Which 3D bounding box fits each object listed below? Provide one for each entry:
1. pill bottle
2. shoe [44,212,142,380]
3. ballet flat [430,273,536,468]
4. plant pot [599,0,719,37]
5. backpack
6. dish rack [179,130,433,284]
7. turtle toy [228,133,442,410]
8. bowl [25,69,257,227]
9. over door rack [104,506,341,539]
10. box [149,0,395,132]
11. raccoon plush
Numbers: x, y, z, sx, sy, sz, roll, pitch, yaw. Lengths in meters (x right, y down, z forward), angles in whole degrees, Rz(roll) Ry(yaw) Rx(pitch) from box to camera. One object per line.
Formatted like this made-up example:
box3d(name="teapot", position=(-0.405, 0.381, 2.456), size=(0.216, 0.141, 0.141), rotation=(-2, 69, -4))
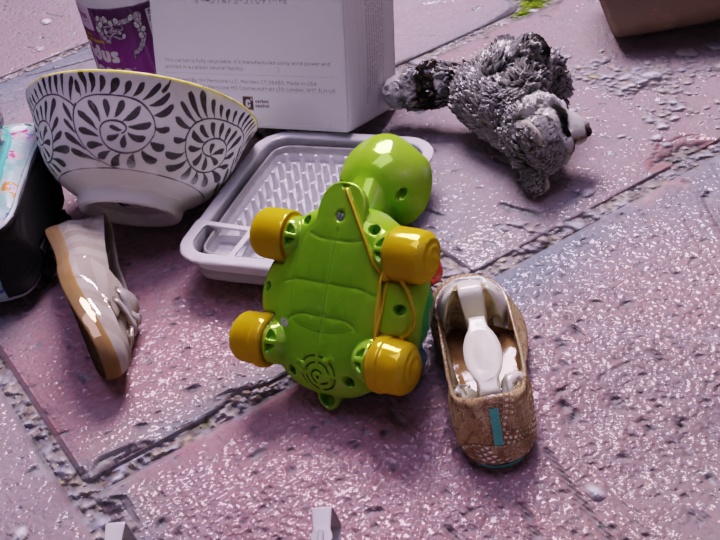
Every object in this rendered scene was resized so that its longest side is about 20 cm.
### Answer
box3d(name="pill bottle", position=(-0.218, -0.250, 1.218), size=(0.112, 0.200, 0.112), rotation=(-8, 35, 6))
box3d(name="shoe", position=(-0.205, 0.012, 0.977), size=(0.053, 0.070, 0.200), rotation=(-22, 38, -10))
box3d(name="ballet flat", position=(0.085, 0.047, 0.860), size=(0.070, 0.065, 0.200), rotation=(-11, 36, 0))
box3d(name="plant pot", position=(0.307, -0.314, 1.199), size=(0.174, 0.200, 0.200), rotation=(-21, 34, 15))
box3d(name="backpack", position=(-0.371, -0.051, 1.052), size=(0.199, 0.151, 0.178), rotation=(-12, 37, 7))
box3d(name="dish rack", position=(-0.038, -0.047, 1.035), size=(0.171, 0.044, 0.200), rotation=(5, 40, 22))
box3d(name="turtle toy", position=(0.000, 0.000, 0.877), size=(0.145, 0.201, 0.101), rotation=(11, -1, 28))
box3d(name="bowl", position=(-0.192, -0.092, 1.063), size=(0.200, 0.201, 0.095), rotation=(2, 78, 17))
box3d(name="over door rack", position=(-0.092, 0.208, 0.693), size=(0.147, 0.067, 0.200), rotation=(-5, 37, 7))
box3d(name="box", position=(-0.079, -0.239, 1.147), size=(0.198, 0.201, 0.131), rotation=(5, 20, 22))
box3d(name="raccoon plush", position=(0.106, -0.121, 1.085), size=(0.200, 0.097, 0.134), rotation=(-13, 42, 33))
